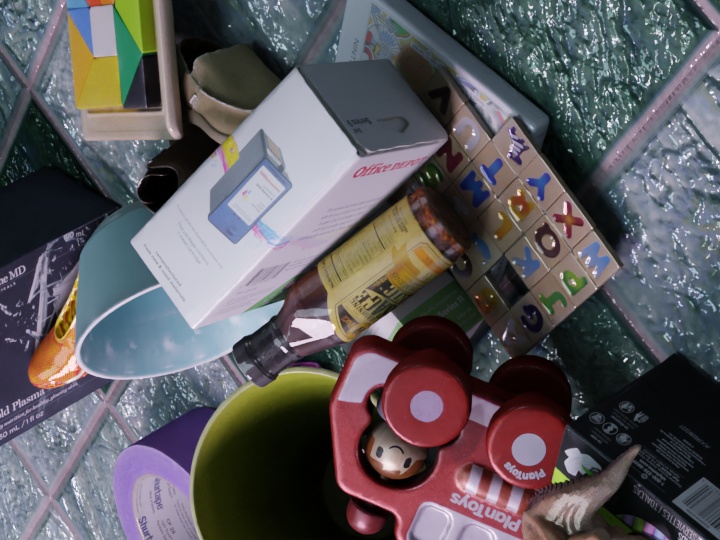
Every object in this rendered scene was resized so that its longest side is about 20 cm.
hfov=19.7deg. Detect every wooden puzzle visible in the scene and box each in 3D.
[{"bbox_3d":[-0.211,-0.204,1.782,0.200,0.037,0.187,6,102,59],"label":"wooden puzzle"}]

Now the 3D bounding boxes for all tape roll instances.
[{"bbox_3d":[-0.150,0.242,2.035,0.199,0.085,0.201,30,134,37],"label":"tape roll"}]

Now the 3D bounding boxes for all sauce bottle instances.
[{"bbox_3d":[-0.009,0.017,1.569,0.200,0.066,0.066,-38,81,17],"label":"sauce bottle"}]

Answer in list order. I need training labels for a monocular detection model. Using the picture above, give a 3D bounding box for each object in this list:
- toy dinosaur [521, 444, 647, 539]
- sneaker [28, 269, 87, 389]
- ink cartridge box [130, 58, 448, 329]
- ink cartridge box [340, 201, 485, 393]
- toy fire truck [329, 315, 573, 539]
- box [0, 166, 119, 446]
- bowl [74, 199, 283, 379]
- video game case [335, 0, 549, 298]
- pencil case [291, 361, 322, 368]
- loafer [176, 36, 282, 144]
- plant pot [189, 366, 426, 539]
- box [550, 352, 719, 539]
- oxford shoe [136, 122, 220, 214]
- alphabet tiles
[{"bbox_3d":[0.138,0.199,1.426,0.135,0.085,0.201,34,131,44],"label":"toy dinosaur"},{"bbox_3d":[-0.251,0.030,1.945,0.200,0.077,0.073,-47,43,13],"label":"sneaker"},{"bbox_3d":[-0.050,-0.060,1.528,0.200,0.145,0.088,-42,78,27],"label":"ink cartridge box"},{"bbox_3d":[0.000,0.000,1.664,0.200,0.067,0.117,50,154,10],"label":"ink cartridge box"},{"bbox_3d":[0.067,0.140,1.547,0.199,0.112,0.169,22,107,-4],"label":"toy fire truck"},{"bbox_3d":[-0.338,0.037,2.029,0.124,0.199,0.198,26,133,37],"label":"box"},{"bbox_3d":[-0.168,0.004,1.823,0.201,0.199,0.106,-52,52,53],"label":"bowl"},{"bbox_3d":[0.050,-0.103,1.591,0.200,0.023,0.183,42,141,26],"label":"video game case"},{"bbox_3d":[-0.050,0.187,1.859,0.090,0.093,0.201,4,116,51],"label":"pencil case"},{"bbox_3d":[-0.105,-0.148,1.706,0.199,0.076,0.068,19,122,49],"label":"loafer"},{"bbox_3d":[-0.018,0.177,1.712,0.186,0.200,0.189,-2,85,18],"label":"plant pot"},{"bbox_3d":[0.220,0.195,1.491,0.148,0.124,0.201,39,140,30],"label":"box"},{"bbox_3d":[-0.149,-0.087,1.753,0.200,0.084,0.073,-112,27,-59],"label":"oxford shoe"},{"bbox_3d":[0.096,-0.047,1.544,0.201,0.008,0.167,55,145,9],"label":"alphabet tiles"}]
